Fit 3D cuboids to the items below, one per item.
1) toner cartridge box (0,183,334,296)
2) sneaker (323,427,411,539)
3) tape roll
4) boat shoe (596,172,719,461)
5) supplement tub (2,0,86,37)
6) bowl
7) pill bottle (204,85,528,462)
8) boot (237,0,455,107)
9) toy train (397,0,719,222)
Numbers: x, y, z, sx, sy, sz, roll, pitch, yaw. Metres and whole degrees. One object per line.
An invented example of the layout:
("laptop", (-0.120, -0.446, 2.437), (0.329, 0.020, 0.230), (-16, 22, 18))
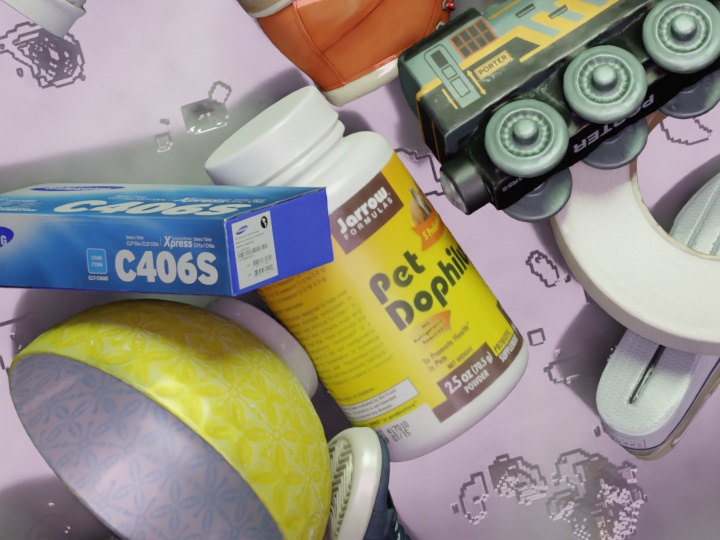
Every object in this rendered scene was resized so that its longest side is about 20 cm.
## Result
("toner cartridge box", (-0.122, -0.018, 1.523), (0.199, 0.095, 0.044), (2, 101, 34))
("sneaker", (0.015, 0.168, 1.613), (0.084, 0.075, 0.201), (0, 131, -10))
("tape roll", (0.203, -0.053, 1.598), (0.201, 0.037, 0.204), (0, 77, 1))
("boat shoe", (0.199, 0.019, 1.637), (0.072, 0.062, 0.201), (31, 78, 21))
("supplement tub", (-0.149, -0.241, 1.511), (0.145, 0.145, 0.200), (36, 94, -11))
("bowl", (-0.086, 0.079, 1.569), (0.200, 0.200, 0.108), (45, 63, -11))
("pill bottle", (0.000, 0.000, 1.586), (0.109, 0.109, 0.201), (-36, 102, 0))
("boot", (0.033, -0.180, 1.587), (0.200, 0.075, 0.107), (-37, 113, 1))
("toy train", (0.116, -0.113, 1.559), (0.199, 0.085, 0.114), (-33, 67, -7))
